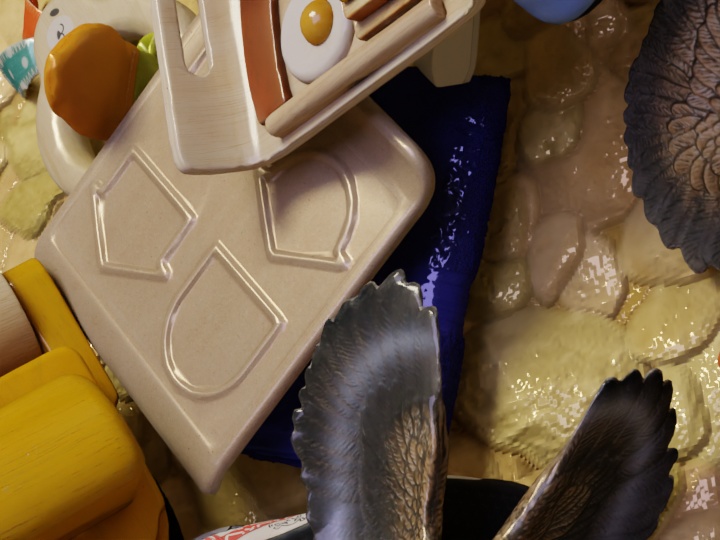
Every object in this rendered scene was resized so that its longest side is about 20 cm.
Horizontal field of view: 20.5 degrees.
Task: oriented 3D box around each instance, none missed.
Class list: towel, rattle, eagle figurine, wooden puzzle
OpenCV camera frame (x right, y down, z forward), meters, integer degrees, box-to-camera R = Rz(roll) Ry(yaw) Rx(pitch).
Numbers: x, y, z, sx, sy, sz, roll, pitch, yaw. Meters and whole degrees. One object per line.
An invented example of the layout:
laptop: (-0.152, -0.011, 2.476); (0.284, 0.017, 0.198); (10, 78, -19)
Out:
towel: (0.000, 0.000, 0.982); (0.147, 0.049, 0.202); (5, 80, 36)
rattle: (-0.179, -0.117, 1.108); (0.200, 0.142, 0.131); (43, 121, 33)
eagle figurine: (0.188, -0.090, 0.801); (0.150, 0.152, 0.201); (34, 92, 19)
wooden puzzle: (-0.061, -0.021, 0.977); (0.185, 0.046, 0.201); (47, 111, 36)
eagle figurine: (0.039, 0.123, 0.824); (0.150, 0.152, 0.201); (-10, 48, 38)

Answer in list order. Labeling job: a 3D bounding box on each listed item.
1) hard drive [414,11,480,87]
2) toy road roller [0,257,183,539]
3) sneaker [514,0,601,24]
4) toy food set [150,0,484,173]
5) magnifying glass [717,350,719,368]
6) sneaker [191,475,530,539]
hard drive: (0.008, -0.193, 0.976); (0.200, 0.026, 0.133); (-128, 33, -51)
toy road roller: (-0.169, 0.082, 0.965); (0.122, 0.146, 0.201); (-28, 78, -20)
sneaker: (0.123, -0.161, 0.861); (0.070, 0.078, 0.201); (-32, 24, 44)
toy food set: (-0.028, -0.148, 0.879); (0.199, 0.060, 0.145); (-32, 61, 45)
magnifying glass: (0.191, 0.079, 0.766); (0.200, 0.079, 0.023); (-121, 33, -58)
sneaker: (-0.005, 0.136, 0.923); (0.199, 0.108, 0.068); (-13, 87, -2)
